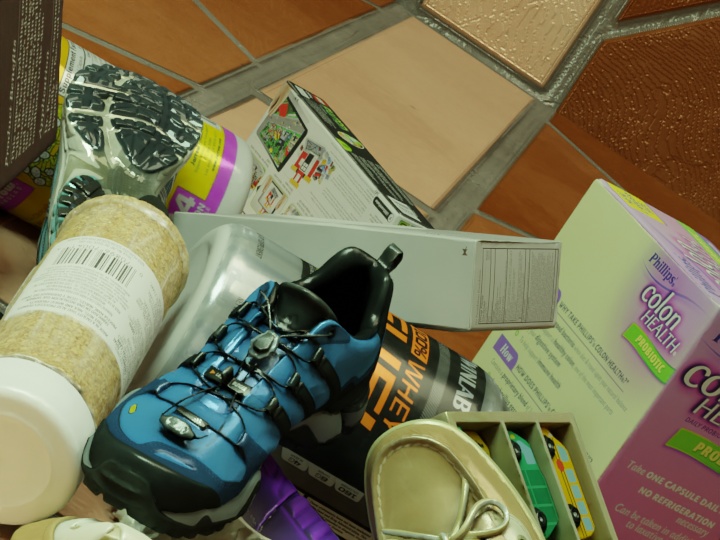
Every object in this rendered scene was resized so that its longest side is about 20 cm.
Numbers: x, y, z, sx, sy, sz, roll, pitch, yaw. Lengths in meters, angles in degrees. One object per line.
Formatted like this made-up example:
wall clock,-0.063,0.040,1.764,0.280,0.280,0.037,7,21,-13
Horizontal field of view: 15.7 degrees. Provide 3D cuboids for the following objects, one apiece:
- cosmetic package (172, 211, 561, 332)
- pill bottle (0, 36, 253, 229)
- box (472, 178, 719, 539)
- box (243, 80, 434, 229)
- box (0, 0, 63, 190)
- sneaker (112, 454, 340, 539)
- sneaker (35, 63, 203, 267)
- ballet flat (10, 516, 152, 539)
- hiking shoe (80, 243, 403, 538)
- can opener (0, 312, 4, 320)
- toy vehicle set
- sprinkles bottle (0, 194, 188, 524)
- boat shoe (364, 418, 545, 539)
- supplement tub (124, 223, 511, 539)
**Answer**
cosmetic package,0.000,0.000,1.382,0.200,0.051,0.082,6,2,37
pill bottle,-0.168,-0.073,1.499,0.200,0.104,0.104,29,14,-20
box,0.147,0.081,1.497,0.097,0.200,0.176,26,14,-28
box,-0.030,-0.031,1.673,0.035,0.110,0.200,25,16,-34
box,-0.242,-0.129,1.268,0.164,0.166,0.200,6,13,4
sneaker,-0.041,0.131,1.165,0.099,0.070,0.200,31,16,-38
sneaker,-0.141,-0.035,1.391,0.077,0.086,0.200,25,35,-10
ballet flat,-0.093,0.135,1.010,0.069,0.063,0.200,28,14,-23
hiking shoe,-0.051,0.044,1.108,0.074,0.087,0.200,29,27,15
can opener,-0.207,0.009,1.188,0.200,0.079,0.063,36,14,-47
toy vehicle set,0.091,0.162,1.205,0.124,0.026,0.201,3,64,-58
sprinkles bottle,-0.131,0.035,1.168,0.068,0.068,0.200,33,28,-5
boat shoe,0.052,0.156,1.116,0.063,0.073,0.201,41,31,-74
supplement tub,-0.014,0.074,1.297,0.200,0.123,0.123,31,13,-12
